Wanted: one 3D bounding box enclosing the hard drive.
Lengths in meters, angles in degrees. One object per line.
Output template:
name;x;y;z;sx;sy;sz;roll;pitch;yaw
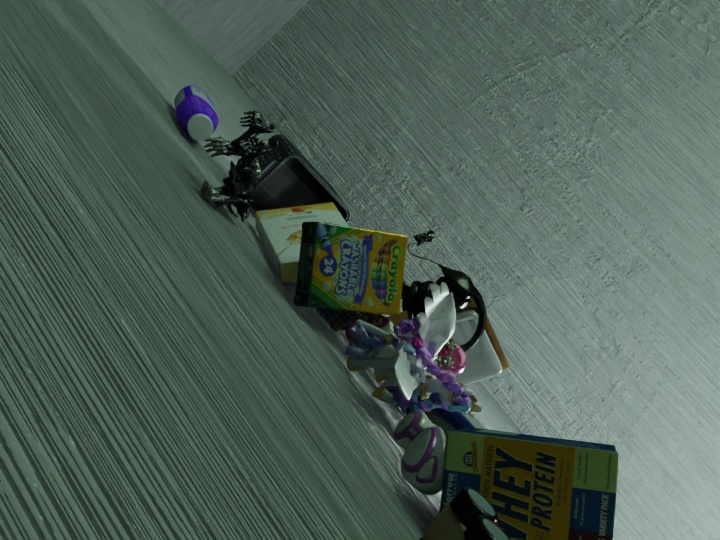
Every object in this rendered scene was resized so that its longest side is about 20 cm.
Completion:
hard drive;0.137;0.243;1.523;0.200;0.025;0.131;47;-31;-20

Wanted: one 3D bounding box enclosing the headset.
headset;0.130;0.035;1.528;0.202;0.122;0.094;68;20;1

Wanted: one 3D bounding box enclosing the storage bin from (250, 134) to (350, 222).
storage bin;-0.130;-0.137;1.782;0.200;0.135;0.094;44;6;-40

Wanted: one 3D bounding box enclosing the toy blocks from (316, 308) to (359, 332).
toy blocks;-0.037;0.045;1.592;0.200;0.100;0.137;47;17;-19

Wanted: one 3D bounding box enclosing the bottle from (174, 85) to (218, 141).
bottle;-0.309;-0.292;1.791;0.084;0.065;0.200;46;6;-26

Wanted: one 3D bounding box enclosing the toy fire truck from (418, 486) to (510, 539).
toy fire truck;0.145;0.335;0.900;0.199;0.129;0.176;36;9;-20

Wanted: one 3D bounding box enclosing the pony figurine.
pony figurine;0.072;0.129;1.363;0.198;0.167;0.195;9;-44;38

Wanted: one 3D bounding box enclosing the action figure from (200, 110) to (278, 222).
action figure;-0.197;-0.157;1.468;0.101;0.200;0.120;5;56;-24

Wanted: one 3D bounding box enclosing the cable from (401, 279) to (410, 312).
cable;0.036;0.061;1.708;0.051;0.164;0.200;-31;74;-40

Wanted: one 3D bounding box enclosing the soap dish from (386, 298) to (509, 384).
soap dish;0.137;0.126;1.625;0.082;0.198;0.158;-83;149;-55

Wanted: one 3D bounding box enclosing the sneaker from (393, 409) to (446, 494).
sneaker;0.101;0.251;1.254;0.100;0.075;0.200;47;5;-10

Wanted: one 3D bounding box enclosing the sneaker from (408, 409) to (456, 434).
sneaker;0.151;0.279;1.480;0.200;0.075;0.107;42;8;-47

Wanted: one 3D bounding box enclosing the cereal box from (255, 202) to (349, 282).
cereal box;-0.085;-0.050;1.567;0.200;0.142;0.040;-125;-149;-57

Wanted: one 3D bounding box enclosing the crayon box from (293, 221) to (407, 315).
crayon box;0.000;0.000;1.462;0.198;0.128;0.051;7;-1;-34

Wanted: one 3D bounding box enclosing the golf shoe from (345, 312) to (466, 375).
golf shoe;0.073;0.130;1.503;0.197;0.076;0.092;17;-38;15

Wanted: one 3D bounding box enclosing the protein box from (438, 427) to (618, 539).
protein box;0.206;0.270;1.146;0.195;0.137;0.200;5;-7;15
